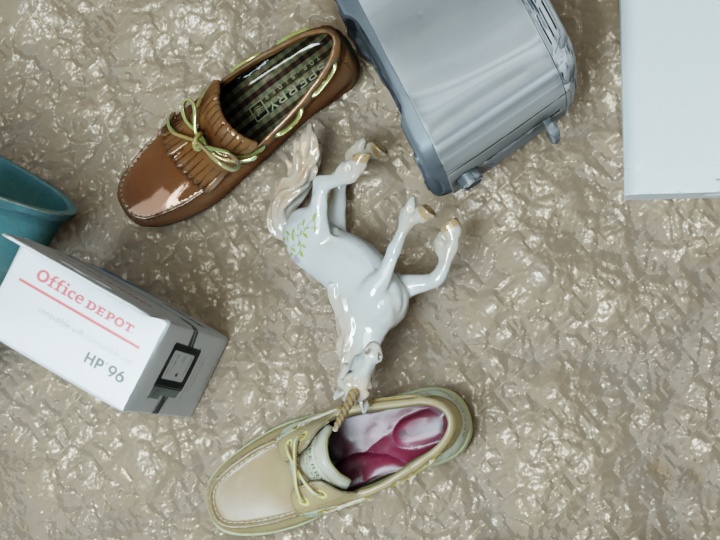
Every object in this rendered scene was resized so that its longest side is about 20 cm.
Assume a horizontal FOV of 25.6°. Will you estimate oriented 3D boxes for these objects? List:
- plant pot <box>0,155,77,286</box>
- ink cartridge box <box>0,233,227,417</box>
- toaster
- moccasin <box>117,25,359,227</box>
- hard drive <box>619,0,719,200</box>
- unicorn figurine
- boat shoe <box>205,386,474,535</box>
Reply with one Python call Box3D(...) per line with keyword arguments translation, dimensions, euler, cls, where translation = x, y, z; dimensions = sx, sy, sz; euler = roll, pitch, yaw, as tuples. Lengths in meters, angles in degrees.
Box3D(translation=(-0.326, 0.005, 1.102), dimensions=(0.198, 0.200, 0.198), euler=(27, 95, 11), cls="plant pot")
Box3D(translation=(-0.173, 0.040, 1.058), dimensions=(0.115, 0.200, 0.068), euler=(27, 88, 12), cls="ink cartridge box")
Box3D(translation=(0.064, -0.161, 1.091), dimensions=(0.128, 0.114, 0.202), euler=(-27, 77, 1), cls="toaster")
Box3D(translation=(-0.090, -0.102, 1.123), dimensions=(0.200, 0.078, 0.074), euler=(-30, 79, 9), cls="moccasin")
Box3D(translation=(0.246, -0.152, 1.101), dimensions=(0.130, 0.026, 0.203), euler=(-1, 83, 9), cls="hard drive")
Box3D(translation=(0.000, 0.000, 1.092), dimensions=(0.138, 0.073, 0.200), euler=(-53, 47, 16), cls="unicorn figurine")
Box3D(translation=(-0.020, 0.127, 1.090), dimensions=(0.198, 0.066, 0.075), euler=(-24, 80, 6), cls="boat shoe")
